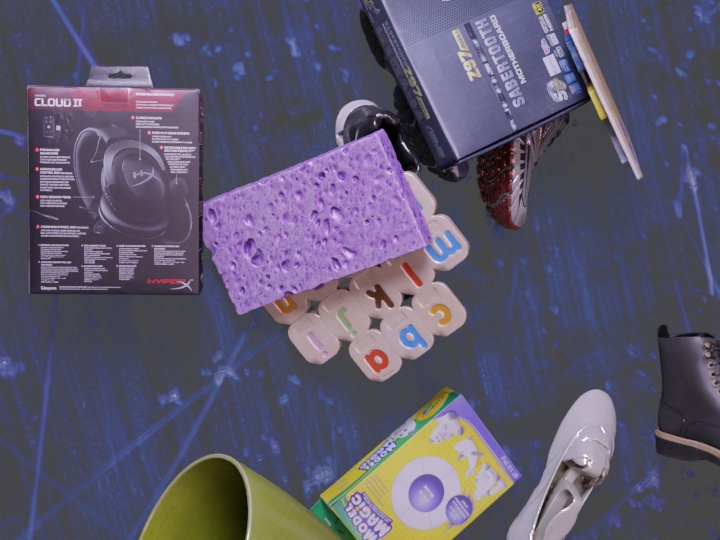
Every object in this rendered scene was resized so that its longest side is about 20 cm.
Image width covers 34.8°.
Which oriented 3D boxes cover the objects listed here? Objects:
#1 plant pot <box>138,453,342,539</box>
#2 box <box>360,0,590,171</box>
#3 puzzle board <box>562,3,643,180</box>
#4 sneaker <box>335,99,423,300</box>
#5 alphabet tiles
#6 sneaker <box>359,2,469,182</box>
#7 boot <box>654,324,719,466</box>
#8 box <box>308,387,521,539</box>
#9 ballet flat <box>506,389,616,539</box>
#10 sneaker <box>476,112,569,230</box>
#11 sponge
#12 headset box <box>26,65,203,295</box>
[{"bbox_3d":[-0.082,0.292,1.065,0.200,0.187,0.187,30,86,-32],"label":"plant pot"},{"bbox_3d":[0.103,-0.214,1.063,0.158,0.051,0.200,-26,92,-19],"label":"box"},{"bbox_3d":[0.229,-0.176,1.107,0.017,0.200,0.151,-23,104,16],"label":"puzzle board"},{"bbox_3d":[0.025,-0.065,1.096,0.066,0.090,0.200,-14,99,-18],"label":"sneaker"},{"bbox_3d":[0.000,0.000,1.077,0.200,0.015,0.196,-37,93,21],"label":"alphabet tiles"},{"bbox_3d":[0.076,-0.185,1.111,0.086,0.078,0.200,-24,102,-18],"label":"sneaker"},{"bbox_3d":[0.384,0.129,1.175,0.077,0.200,0.139,-8,95,-43],"label":"boot"},{"bbox_3d":[0.051,0.226,1.155,0.200,0.048,0.117,-40,104,-9],"label":"box"},{"bbox_3d":[0.222,0.221,1.199,0.069,0.069,0.200,32,85,-18],"label":"ballet flat"},{"bbox_3d":[0.171,-0.139,1.144,0.082,0.078,0.200,9,92,-19],"label":"sneaker"},{"bbox_3d":[-0.046,-0.042,1.053,0.200,0.030,0.112,-20,100,20],"label":"sponge"},{"bbox_3d":[-0.214,-0.080,1.015,0.149,0.077,0.200,0,94,-6],"label":"headset box"}]
